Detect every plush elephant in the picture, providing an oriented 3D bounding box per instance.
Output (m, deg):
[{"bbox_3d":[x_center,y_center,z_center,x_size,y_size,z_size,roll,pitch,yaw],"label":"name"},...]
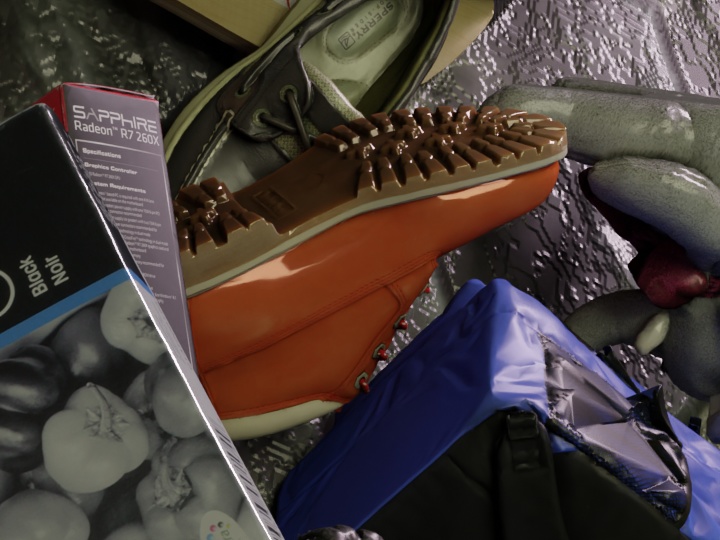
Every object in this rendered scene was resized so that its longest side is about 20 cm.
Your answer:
[{"bbox_3d":[0.156,-0.006,0.986,0.165,0.199,0.156,-30,127,-75],"label":"plush elephant"}]

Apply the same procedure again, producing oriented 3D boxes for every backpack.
[{"bbox_3d":[0.087,0.112,0.855,0.200,0.162,0.168,37,31,-17],"label":"backpack"}]

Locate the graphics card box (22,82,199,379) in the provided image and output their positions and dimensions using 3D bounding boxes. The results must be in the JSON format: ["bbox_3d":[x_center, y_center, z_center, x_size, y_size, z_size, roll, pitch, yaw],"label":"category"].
[{"bbox_3d":[-0.115,0.047,0.747,0.051,0.125,0.201,8,65,-44],"label":"graphics card box"}]

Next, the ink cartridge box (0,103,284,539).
[{"bbox_3d":[-0.144,0.075,0.661,0.199,0.043,0.199,-30,72,-1],"label":"ink cartridge box"}]

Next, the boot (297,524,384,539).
[{"bbox_3d":[-0.024,0.209,0.718,0.079,0.158,0.212,-4,71,-40],"label":"boot"}]

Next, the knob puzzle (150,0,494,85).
[{"bbox_3d":[-0.019,-0.163,0.993,0.219,0.030,0.221,18,60,-33],"label":"knob puzzle"}]

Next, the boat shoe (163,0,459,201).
[{"bbox_3d":[-0.024,-0.070,0.892,0.072,0.066,0.201,46,64,-18],"label":"boat shoe"}]

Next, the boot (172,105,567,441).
[{"bbox_3d":[0.000,0.000,0.850,0.199,0.075,0.108,-21,116,-10],"label":"boot"}]
